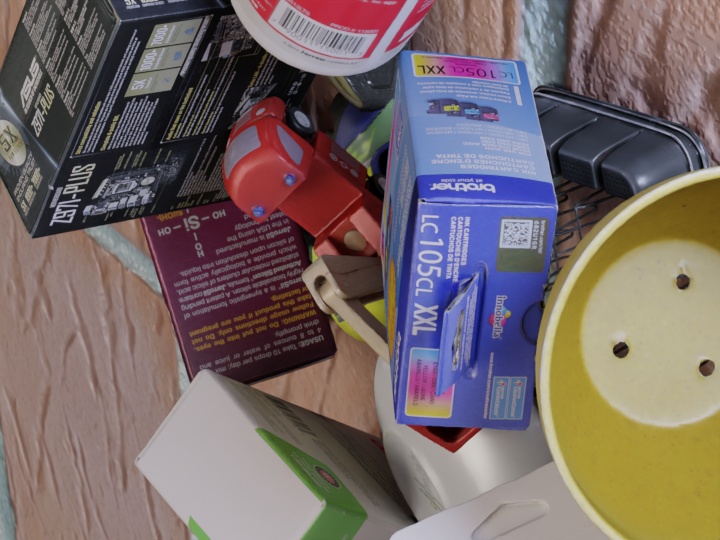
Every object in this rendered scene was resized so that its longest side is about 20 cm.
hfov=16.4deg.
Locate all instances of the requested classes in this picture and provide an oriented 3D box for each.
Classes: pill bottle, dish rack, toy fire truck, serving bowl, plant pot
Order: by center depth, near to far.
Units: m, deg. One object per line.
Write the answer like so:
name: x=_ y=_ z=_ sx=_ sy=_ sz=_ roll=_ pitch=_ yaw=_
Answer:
plant pot: x=0.172 y=0.040 z=1.249 sx=0.142 sy=0.199 sz=0.202 roll=-135 pitch=28 yaw=-78
pill bottle: x=0.009 y=-0.193 z=1.273 sx=0.113 sy=0.112 sz=0.200 roll=60 pitch=150 yaw=14
dish rack: x=0.137 y=0.008 z=1.399 sx=0.153 sy=0.054 sz=0.201 roll=25 pitch=132 yaw=54
toy fire truck: x=0.000 y=0.000 z=1.441 sx=0.200 sy=0.141 sz=0.049 roll=38 pitch=118 yaw=-18
serving bowl: x=0.063 y=0.121 z=1.540 sx=0.201 sy=0.065 sz=0.201 roll=55 pitch=163 yaw=26

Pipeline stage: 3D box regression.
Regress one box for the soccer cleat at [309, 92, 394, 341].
soccer cleat: x=0.015 y=-0.026 z=1.572 sx=0.084 sy=0.064 sz=0.201 roll=38 pitch=140 yaw=37

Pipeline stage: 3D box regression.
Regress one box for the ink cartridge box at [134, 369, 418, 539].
ink cartridge box: x=-0.027 y=0.158 z=1.627 sx=0.084 sy=0.200 sz=0.145 roll=-53 pitch=52 yaw=9

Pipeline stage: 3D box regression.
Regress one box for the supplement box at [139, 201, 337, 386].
supplement box: x=-0.094 y=-0.033 z=1.672 sx=0.131 sy=0.102 sz=0.202 roll=-130 pitch=23 yaw=-80

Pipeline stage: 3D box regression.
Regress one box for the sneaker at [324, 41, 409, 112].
sneaker: x=-0.038 y=-0.159 z=1.545 sx=0.201 sy=0.076 sz=0.089 roll=59 pitch=135 yaw=32

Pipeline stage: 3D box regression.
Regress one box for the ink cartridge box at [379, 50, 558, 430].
ink cartridge box: x=0.055 y=-0.010 z=1.299 sx=0.200 sy=0.076 sz=0.137 roll=-97 pitch=11 yaw=-59

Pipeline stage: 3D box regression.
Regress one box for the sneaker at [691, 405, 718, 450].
sneaker: x=0.214 y=0.170 z=1.355 sx=0.080 sy=0.071 sz=0.201 roll=-25 pitch=89 yaw=57

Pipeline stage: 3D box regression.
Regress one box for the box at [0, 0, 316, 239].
box: x=-0.115 y=-0.122 z=1.464 sx=0.086 sy=0.163 sz=0.200 roll=60 pitch=145 yaw=25

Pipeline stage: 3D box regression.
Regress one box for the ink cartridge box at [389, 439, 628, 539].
ink cartridge box: x=0.111 y=0.189 z=1.375 sx=0.200 sy=0.146 sz=0.086 roll=55 pitch=-168 yaw=-61
